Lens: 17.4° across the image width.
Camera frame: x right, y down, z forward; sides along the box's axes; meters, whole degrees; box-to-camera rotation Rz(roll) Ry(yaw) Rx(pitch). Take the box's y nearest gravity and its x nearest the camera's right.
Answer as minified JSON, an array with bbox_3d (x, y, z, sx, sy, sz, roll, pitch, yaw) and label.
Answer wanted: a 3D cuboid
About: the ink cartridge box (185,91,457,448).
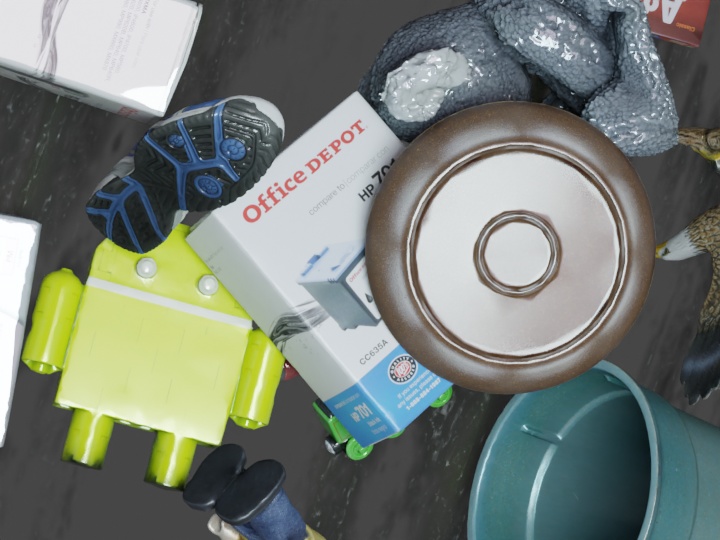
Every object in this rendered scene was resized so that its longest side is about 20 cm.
[{"bbox_3d":[0.000,0.000,1.649,0.146,0.086,0.200,-42,94,-20],"label":"ink cartridge box"}]

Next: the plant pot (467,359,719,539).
[{"bbox_3d":[0.215,0.182,1.700,0.196,0.200,0.200,18,88,-32],"label":"plant pot"}]

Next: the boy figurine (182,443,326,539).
[{"bbox_3d":[-0.058,0.207,1.676,0.064,0.124,0.200,-49,137,-25],"label":"boy figurine"}]

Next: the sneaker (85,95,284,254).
[{"bbox_3d":[-0.114,-0.081,1.585,0.076,0.200,0.077,44,53,-17],"label":"sneaker"}]

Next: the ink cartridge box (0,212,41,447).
[{"bbox_3d":[-0.332,0.028,1.625,0.200,0.057,0.163,10,91,-20],"label":"ink cartridge box"}]

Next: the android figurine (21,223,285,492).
[{"bbox_3d":[-0.143,0.050,1.666,0.182,0.041,0.200,17,81,-9],"label":"android figurine"}]

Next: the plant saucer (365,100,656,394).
[{"bbox_3d":[0.104,-0.013,1.585,0.200,0.032,0.200,-1,98,-5],"label":"plant saucer"}]

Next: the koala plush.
[{"bbox_3d":[0.095,-0.148,1.670,0.200,0.177,0.184,-19,99,-5],"label":"koala plush"}]

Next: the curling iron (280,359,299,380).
[{"bbox_3d":[-0.060,0.060,1.712,0.200,0.026,0.050,-21,77,-8],"label":"curling iron"}]

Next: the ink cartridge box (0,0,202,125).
[{"bbox_3d":[-0.215,-0.168,1.583,0.200,0.146,0.085,17,89,-8],"label":"ink cartridge box"}]

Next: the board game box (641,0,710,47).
[{"bbox_3d":[0.172,-0.241,1.760,0.200,0.019,0.103,13,91,-15],"label":"board game box"}]

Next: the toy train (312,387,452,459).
[{"bbox_3d":[0.053,0.067,1.725,0.200,0.042,0.056,-33,128,-11],"label":"toy train"}]

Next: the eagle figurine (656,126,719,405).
[{"bbox_3d":[0.282,-0.010,1.751,0.152,0.151,0.200,-10,85,-24],"label":"eagle figurine"}]
